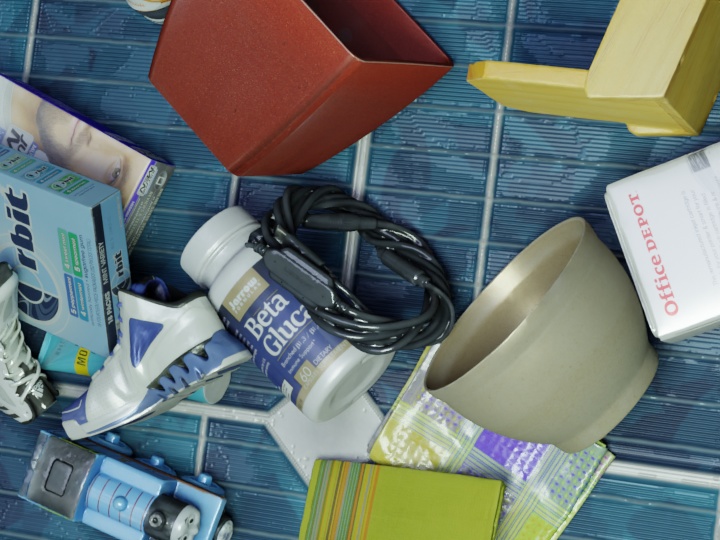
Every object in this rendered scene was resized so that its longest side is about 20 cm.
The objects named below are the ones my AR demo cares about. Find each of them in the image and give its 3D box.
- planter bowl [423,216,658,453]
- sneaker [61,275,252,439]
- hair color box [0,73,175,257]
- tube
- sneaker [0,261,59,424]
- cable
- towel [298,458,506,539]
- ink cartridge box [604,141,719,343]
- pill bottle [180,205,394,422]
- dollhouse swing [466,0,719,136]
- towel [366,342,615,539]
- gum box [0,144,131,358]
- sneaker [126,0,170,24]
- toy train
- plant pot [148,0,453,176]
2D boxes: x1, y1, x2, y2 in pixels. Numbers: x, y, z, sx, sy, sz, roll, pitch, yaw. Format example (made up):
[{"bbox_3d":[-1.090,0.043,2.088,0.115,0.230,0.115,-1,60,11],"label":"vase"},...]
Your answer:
[{"bbox_3d":[0.170,0.072,1.613,0.135,0.200,0.200,42,100,-9],"label":"planter bowl"},{"bbox_3d":[-0.198,0.071,1.727,0.199,0.081,0.115,-30,81,29],"label":"sneaker"},{"bbox_3d":[-0.295,-0.102,1.841,0.200,0.065,0.109,29,95,17],"label":"hair color box"},{"bbox_3d":[-0.222,0.081,1.813,0.200,0.050,0.077,13,76,25],"label":"tube"},{"bbox_3d":[-0.329,0.075,1.796,0.115,0.201,0.076,38,56,6],"label":"sneaker"},{"bbox_3d":[0.000,0.000,1.689,0.200,0.163,0.051,33,124,8],"label":"cable"},{"bbox_3d":[0.035,0.222,1.691,0.200,0.018,0.086,3,74,32],"label":"towel"},{"bbox_3d":[0.330,-0.038,1.608,0.200,0.083,0.147,-21,79,16],"label":"ink cartridge box"},{"bbox_3d":[-0.071,0.035,1.726,0.200,0.111,0.111,44,100,17],"label":"pill bottle"},{"bbox_3d":[0.216,-0.205,1.600,0.176,0.200,0.182,24,94,20],"label":"dollhouse swing"},{"bbox_3d":[0.113,0.163,1.699,0.200,0.023,0.144,36,97,18],"label":"towel"},{"bbox_3d":[-0.307,-0.025,1.783,0.200,0.045,0.170,20,129,31],"label":"gum box"},{"bbox_3d":[-0.154,-0.326,1.803,0.078,0.079,0.200,41,97,18],"label":"sneaker"},{"bbox_3d":[-0.218,0.213,1.760,0.200,0.114,0.087,21,93,20],"label":"toy train"},{"bbox_3d":[-0.072,-0.195,1.714,0.200,0.200,0.176,49,114,16],"label":"plant pot"}]
